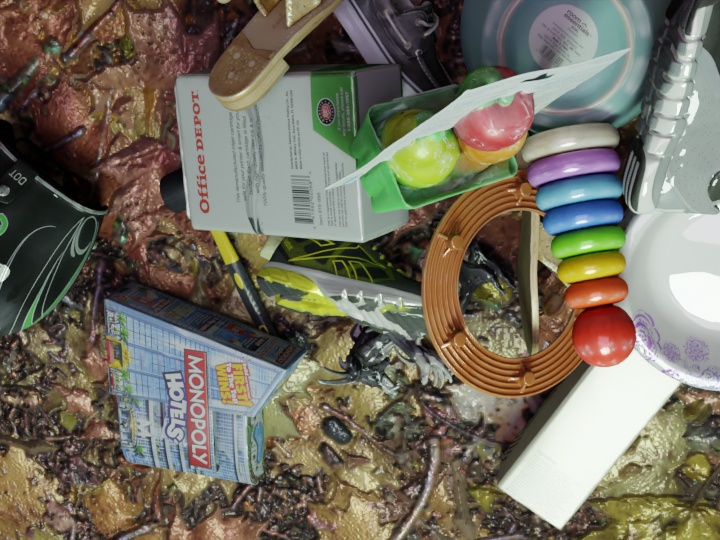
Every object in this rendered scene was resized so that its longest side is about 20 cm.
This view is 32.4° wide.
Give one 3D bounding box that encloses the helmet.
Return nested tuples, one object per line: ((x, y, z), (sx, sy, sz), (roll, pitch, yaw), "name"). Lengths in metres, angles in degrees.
((-0.360, -0.029, 1.203), (0.200, 0.200, 0.191), (40, 95, -3), "helmet")

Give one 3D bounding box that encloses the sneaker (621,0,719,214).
((0.285, -0.133, 0.979), (0.114, 0.075, 0.202), (8, 122, -3), "sneaker")

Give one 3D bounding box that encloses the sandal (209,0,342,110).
((-0.067, -0.239, 1.039), (0.077, 0.070, 0.213), (24, 76, 35), "sandal")

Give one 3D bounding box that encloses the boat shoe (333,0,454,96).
((0.036, -0.215, 1.107), (0.071, 0.072, 0.200), (-37, 96, 25), "boat shoe")

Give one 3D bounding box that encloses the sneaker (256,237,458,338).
((0.000, 0.000, 1.123), (0.198, 0.085, 0.075), (12, 156, 23), "sneaker")

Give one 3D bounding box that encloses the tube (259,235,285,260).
((-0.038, -0.085, 1.184), (0.051, 0.058, 0.202), (4, 118, -31), "tube")

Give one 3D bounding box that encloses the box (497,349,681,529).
((0.219, 0.144, 1.192), (0.082, 0.068, 0.201), (35, 111, -2), "box")

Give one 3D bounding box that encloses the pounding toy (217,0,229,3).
((-0.165, -0.334, 1.050), (0.198, 0.184, 0.144), (17, 111, 6), "pounding toy")

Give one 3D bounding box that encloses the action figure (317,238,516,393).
((0.057, 0.066, 1.177), (0.200, 0.119, 0.102), (-40, 91, 15), "action figure")

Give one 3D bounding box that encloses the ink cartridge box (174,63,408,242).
((-0.063, -0.110, 1.113), (0.198, 0.083, 0.148), (6, 107, 33), "ink cartridge box")

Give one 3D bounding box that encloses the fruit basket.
((0.086, -0.122, 0.971), (0.200, 0.184, 0.094), (-39, 74, 53), "fruit basket")

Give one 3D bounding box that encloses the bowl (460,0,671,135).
((0.178, -0.200, 1.066), (0.198, 0.105, 0.203), (4, 110, 10), "bowl")

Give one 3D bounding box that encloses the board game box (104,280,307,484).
((-0.154, 0.125, 1.256), (0.198, 0.062, 0.202), (7, 110, 19), "board game box")

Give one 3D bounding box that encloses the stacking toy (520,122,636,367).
((0.191, -0.018, 1.049), (0.084, 0.085, 0.203), (-9, 85, 15), "stacking toy")

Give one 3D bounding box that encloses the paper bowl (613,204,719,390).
((0.323, -0.003, 1.101), (0.198, 0.104, 0.203), (3, 109, 10), "paper bowl")

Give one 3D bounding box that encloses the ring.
((0.143, 0.013, 1.090), (0.198, 0.019, 0.203), (-2, 94, -27), "ring")

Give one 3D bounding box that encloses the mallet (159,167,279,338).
((-0.122, -0.019, 1.230), (0.065, 0.041, 0.201), (-26, 105, 22), "mallet")

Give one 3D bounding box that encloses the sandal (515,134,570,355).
((0.179, -0.025, 1.143), (0.069, 0.078, 0.214), (-8, 105, -1), "sandal")
